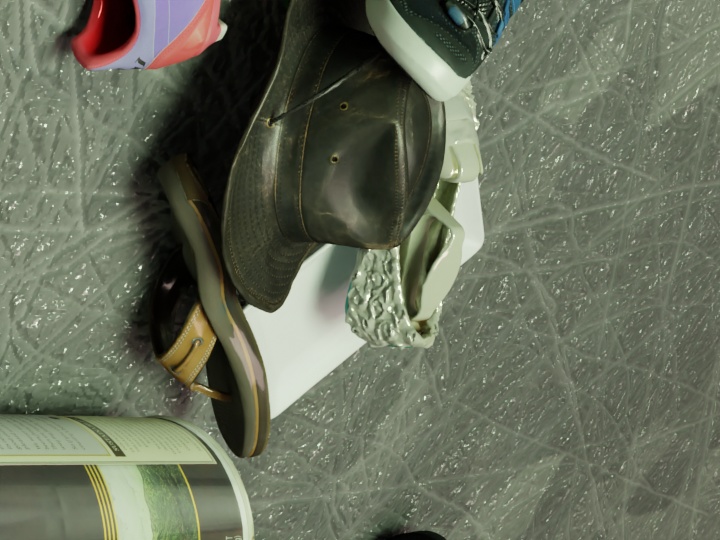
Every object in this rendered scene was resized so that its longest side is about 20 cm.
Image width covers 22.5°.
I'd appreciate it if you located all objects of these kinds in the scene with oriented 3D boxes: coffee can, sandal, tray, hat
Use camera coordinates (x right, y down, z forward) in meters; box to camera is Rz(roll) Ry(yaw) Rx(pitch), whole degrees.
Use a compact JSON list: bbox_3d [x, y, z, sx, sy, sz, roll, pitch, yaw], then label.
[{"bbox_3d":[-0.173,0.147,0.953,0.200,0.146,0.147,7,113,-53],"label":"coffee can"},{"bbox_3d":[-0.094,0.026,1.013,0.054,0.082,0.200,-21,134,-12],"label":"sandal"},{"bbox_3d":[0.000,0.000,1.151,0.200,0.022,0.108,-38,142,-23],"label":"tray"},{"bbox_3d":[0.001,-0.066,0.988,0.201,0.081,0.201,17,90,-74],"label":"hat"}]

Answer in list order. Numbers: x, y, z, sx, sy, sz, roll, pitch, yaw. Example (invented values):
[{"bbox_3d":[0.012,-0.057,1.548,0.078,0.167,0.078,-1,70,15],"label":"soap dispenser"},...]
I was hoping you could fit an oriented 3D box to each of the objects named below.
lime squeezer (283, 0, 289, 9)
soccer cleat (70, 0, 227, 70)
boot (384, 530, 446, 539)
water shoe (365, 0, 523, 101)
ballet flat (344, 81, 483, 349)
[{"bbox_3d":[-0.046,-0.190,0.895,0.200,0.038,0.071,80,28,-46],"label":"lime squeezer"},{"bbox_3d":[-0.096,-0.181,0.841,0.076,0.067,0.200,-22,137,-33],"label":"soccer cleat"},{"bbox_3d":[-0.021,0.239,1.280,0.211,0.079,0.158,-43,145,-16],"label":"boot"},{"bbox_3d":[0.059,-0.161,0.972,0.079,0.072,0.200,-38,-165,27],"label":"water shoe"},{"bbox_3d":[0.043,-0.044,1.093,0.072,0.072,0.201,-6,111,-49],"label":"ballet flat"}]
